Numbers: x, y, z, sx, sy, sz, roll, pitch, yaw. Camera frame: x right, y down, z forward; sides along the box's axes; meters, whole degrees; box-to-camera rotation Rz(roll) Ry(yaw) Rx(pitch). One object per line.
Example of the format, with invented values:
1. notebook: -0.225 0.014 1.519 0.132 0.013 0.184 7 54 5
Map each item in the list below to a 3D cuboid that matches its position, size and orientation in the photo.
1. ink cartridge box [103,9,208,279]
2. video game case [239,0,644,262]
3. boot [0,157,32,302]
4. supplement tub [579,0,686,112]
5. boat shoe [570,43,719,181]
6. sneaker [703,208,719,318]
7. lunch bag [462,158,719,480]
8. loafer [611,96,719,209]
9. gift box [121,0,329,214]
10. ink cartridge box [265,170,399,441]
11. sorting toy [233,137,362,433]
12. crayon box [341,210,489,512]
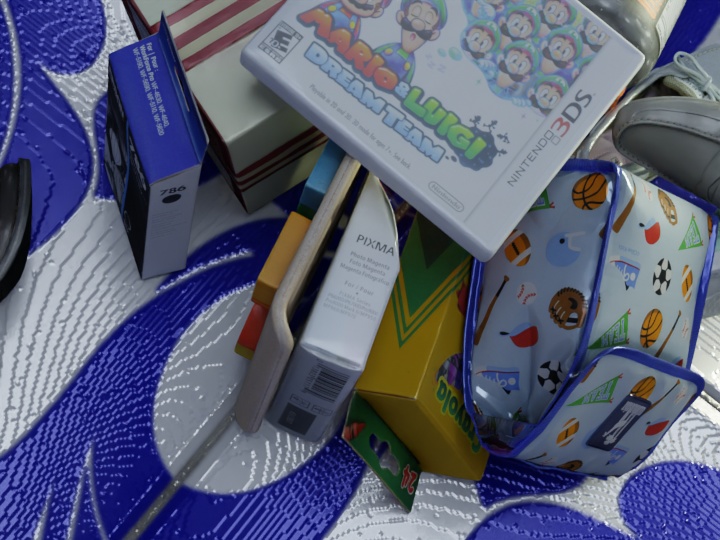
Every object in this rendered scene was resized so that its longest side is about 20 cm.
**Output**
1. ink cartridge box: -0.140 -0.078 1.041 0.039 0.200 0.100 -14 70 -17
2. video game case: 0.055 -0.134 0.990 0.200 0.024 0.182 39 69 2
3. boot: -0.319 -0.007 1.047 0.173 0.069 0.201 17 68 -5
4. supplement tub: 0.193 -0.225 1.212 0.122 0.123 0.201 29 66 1
5. boat shoe: 0.233 -0.115 1.207 0.201 0.065 0.075 -34 78 -21
6. sneaker: 0.276 -0.040 1.188 0.199 0.074 0.119 -19 60 -11
7. lunch bag: 0.155 0.037 1.058 0.123 0.170 0.202 9 84 38
8. loafer: 0.274 -0.069 1.120 0.198 0.070 0.070 17 53 8
9. gift box: -0.053 -0.174 1.113 0.186 0.200 0.185 -32 81 -6
10. ink cartridge box: 0.000 0.000 1.057 0.057 0.163 0.201 26 65 0
11. sorting toy: -0.040 -0.011 1.039 0.036 0.185 0.201 21 64 -2
12. crayon box: 0.060 0.054 1.069 0.050 0.127 0.201 6 63 30
